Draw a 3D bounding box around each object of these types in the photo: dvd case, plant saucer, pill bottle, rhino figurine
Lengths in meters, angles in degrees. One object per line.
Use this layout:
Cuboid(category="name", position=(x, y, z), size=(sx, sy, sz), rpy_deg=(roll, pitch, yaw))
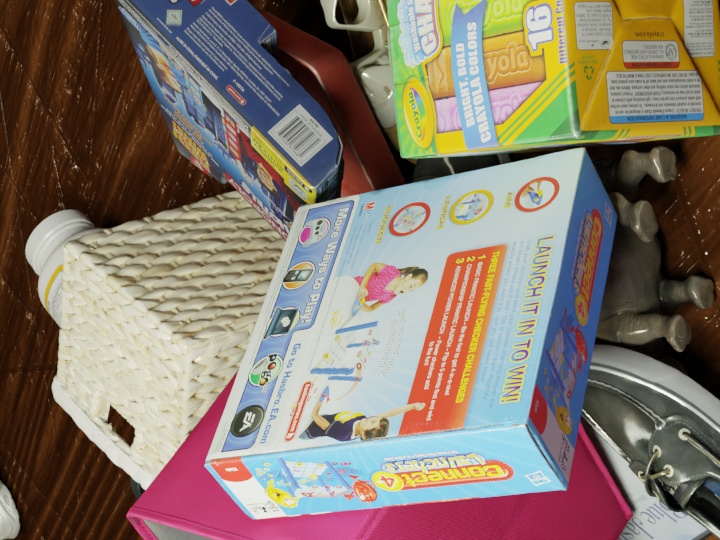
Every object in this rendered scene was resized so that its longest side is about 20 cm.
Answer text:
Cuboid(category="dvd case", position=(0.133, 0.125, 1.058), size=(0.199, 0.018, 0.143), rpy_deg=(39, 146, 3))
Cuboid(category="plant saucer", position=(-0.040, -0.112, 1.156), size=(0.199, 0.037, 0.201), rpy_deg=(34, 159, 46))
Cuboid(category="pill bottle", position=(-0.240, 0.031, 1.526), size=(0.200, 0.103, 0.105), rpy_deg=(46, 141, 30))
Cuboid(category="rhino figurine", position=(0.170, 0.022, 0.980), size=(0.087, 0.060, 0.202), rpy_deg=(4, 119, 48))

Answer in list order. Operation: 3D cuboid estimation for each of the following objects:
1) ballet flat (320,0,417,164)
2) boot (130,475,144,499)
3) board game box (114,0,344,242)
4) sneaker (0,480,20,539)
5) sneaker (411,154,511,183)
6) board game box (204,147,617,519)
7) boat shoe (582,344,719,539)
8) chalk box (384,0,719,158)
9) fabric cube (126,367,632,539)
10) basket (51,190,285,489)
Cuboid(category="ballet flat", position=(0.005, -0.162, 1.103), size=(0.068, 0.063, 0.203), rpy_deg=(0, 109, 55))
Cuboid(category="boot", position=(-0.069, 0.193, 1.308), size=(0.167, 0.198, 0.077), rpy_deg=(17, 91, 54))
Cuboid(category="board game box", position=(-0.079, -0.105, 1.098), size=(0.200, 0.062, 0.200), rpy_deg=(46, 166, 12))
Cuboid(category="sneaker", position=(-0.518, 0.268, 2.059), size=(0.078, 0.099, 0.202), rpy_deg=(-28, 85, 56))
Cuboid(category="sneaker", position=(0.054, -0.009, 1.088), size=(0.074, 0.084, 0.202), rpy_deg=(23, 122, 34))
Cuboid(category="board game box", position=(0.032, 0.035, 0.888), size=(0.194, 0.201, 0.056), rpy_deg=(-10, 133, 30))
Cuboid(category="boat shoe", position=(0.200, 0.117, 0.945), size=(0.199, 0.057, 0.069), rpy_deg=(34, 143, 15))
Cuboid(category="chalk box", position=(0.095, -0.130, 0.921), size=(0.199, 0.124, 0.126), rpy_deg=(-2, 93, 55))
Cuboid(category="fabric cube", position=(0.017, 0.152, 0.992), size=(0.195, 0.200, 0.201), rpy_deg=(7, 140, 45))
Cuboid(category="basket", position=(-0.119, 0.060, 1.295), size=(0.198, 0.198, 0.163), rpy_deg=(35, 129, 38))
